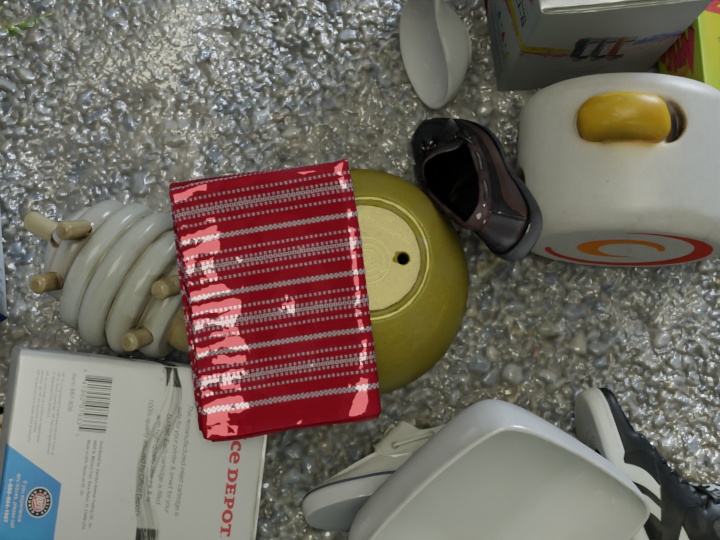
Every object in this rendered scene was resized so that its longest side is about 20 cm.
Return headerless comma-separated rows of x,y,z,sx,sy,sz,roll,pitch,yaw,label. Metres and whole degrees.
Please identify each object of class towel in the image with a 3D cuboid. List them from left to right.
-0.065,0.024,0.911,0.144,0.022,0.201,-7,93,6,towel

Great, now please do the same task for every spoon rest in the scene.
0.070,-0.216,1.010,0.061,0.200,0.100,-14,64,-24,spoon rest

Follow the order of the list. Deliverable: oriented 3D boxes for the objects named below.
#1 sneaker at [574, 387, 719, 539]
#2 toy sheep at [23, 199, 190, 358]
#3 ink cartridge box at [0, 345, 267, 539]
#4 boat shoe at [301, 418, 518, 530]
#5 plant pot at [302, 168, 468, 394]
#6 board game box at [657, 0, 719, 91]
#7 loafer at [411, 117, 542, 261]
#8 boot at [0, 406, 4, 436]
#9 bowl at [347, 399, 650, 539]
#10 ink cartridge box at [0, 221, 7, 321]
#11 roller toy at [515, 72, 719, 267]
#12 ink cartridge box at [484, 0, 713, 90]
0.262,0.180,1.026,0.112,0.073,0.200,-20,91,-10,sneaker
-0.194,0.005,0.988,0.200,0.138,0.138,35,80,8,toy sheep
-0.182,0.143,0.959,0.200,0.084,0.145,8,87,-19,ink cartridge box
0.044,0.162,1.018,0.200,0.071,0.070,-17,55,-2,boat shoe
0.000,0.000,0.995,0.200,0.142,0.201,1,81,-3,plant pot
0.288,-0.248,1.035,0.047,0.102,0.201,-8,96,-6,board game box
0.082,-0.081,0.994,0.063,0.200,0.072,21,112,-32,loafer
-0.337,0.132,0.991,0.200,0.074,0.076,21,87,-3,boot
0.100,0.191,0.956,0.200,0.075,0.200,32,111,-33,bowl
-0.322,-0.017,0.949,0.043,0.196,0.200,-8,82,-3,ink cartridge box
0.218,-0.085,1.001,0.200,0.182,0.140,10,78,-35,roller toy
0.191,-0.255,1.018,0.144,0.200,0.146,-6,81,-5,ink cartridge box
